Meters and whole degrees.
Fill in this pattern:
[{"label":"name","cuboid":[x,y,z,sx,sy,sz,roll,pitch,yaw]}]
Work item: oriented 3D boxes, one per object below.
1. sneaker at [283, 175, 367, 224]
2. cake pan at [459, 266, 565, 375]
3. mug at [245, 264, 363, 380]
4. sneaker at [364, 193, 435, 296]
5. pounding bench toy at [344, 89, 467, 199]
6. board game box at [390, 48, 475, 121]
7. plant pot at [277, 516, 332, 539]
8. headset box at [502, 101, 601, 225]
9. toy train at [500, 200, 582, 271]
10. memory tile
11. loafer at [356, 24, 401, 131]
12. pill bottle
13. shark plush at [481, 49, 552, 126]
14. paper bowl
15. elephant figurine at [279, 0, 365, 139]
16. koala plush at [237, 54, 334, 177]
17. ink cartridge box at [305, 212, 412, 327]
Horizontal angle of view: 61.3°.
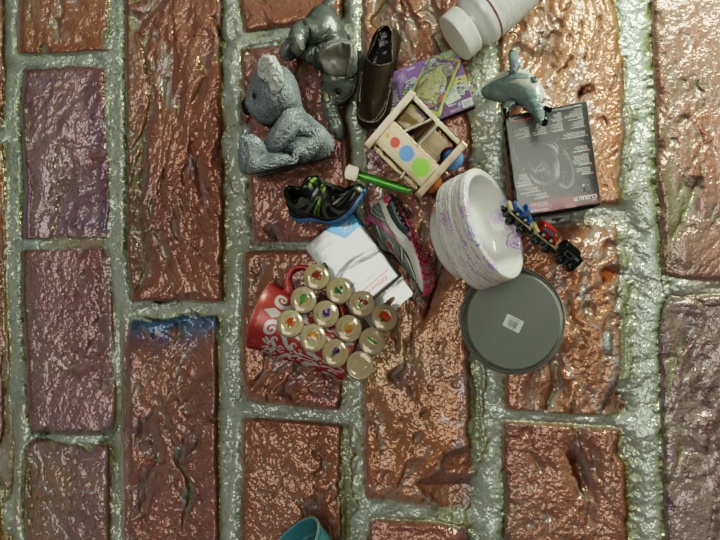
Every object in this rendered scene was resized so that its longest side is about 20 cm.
[{"label":"sneaker","cuboid":[-0.074,-0.137,1.145,0.196,0.071,0.084,0,132,40]},{"label":"cake pan","cuboid":[0.283,0.094,1.132,0.195,0.037,0.206,0,89,10]},{"label":"mug","cuboid":[-0.098,0.103,1.149,0.196,0.134,0.181,21,121,7]},{"label":"sneaker","cuboid":[0.080,-0.042,1.158,0.074,0.080,0.204,-31,76,23]},{"label":"pounding bench toy","cuboid":[0.082,-0.197,1.119,0.156,0.124,0.200,42,103,-4]},{"label":"board game box","cuboid":[0.112,-0.338,1.178,0.195,0.032,0.123,-17,88,10]},{"label":"plant pot","cuboid":[-0.085,0.603,1.122,0.200,0.200,0.188,-43,97,7]},{"label":"headset box","cuboid":[0.346,-0.185,1.106,0.145,0.077,0.206,-9,88,11]},{"label":"toy train","cuboid":[0.325,-0.063,1.081,0.198,0.035,0.046,33,122,-21]},{"label":"memory tile","cuboid":[-0.042,0.092,1.103,0.197,0.017,0.155,30,71,4]},{"label":"loafer","cuboid":[0.027,-0.368,1.146,0.071,0.071,0.206,9,89,11]},{"label":"pill bottle","cuboid":[0.245,-0.488,1.107,0.199,0.110,0.110,-40,82,2]},{"label":"shark plush","cuboid":[0.287,-0.299,1.086,0.082,0.091,0.202,-32,50,11]},{"label":"paper bowl","cuboid":[0.198,-0.067,1.076,0.103,0.199,0.205,-23,84,38]},{"label":"elephant figurine","cuboid":[-0.047,-0.393,1.173,0.200,0.155,0.142,45,53,-2]},{"label":"koala plush","cuboid":[-0.152,-0.296,1.150,0.179,0.177,0.205,-13,96,1]},{"label":"ink cartridge box","cuboid":[0.000,0.000,1.171,0.115,0.067,0.201,-39,82,7]}]
